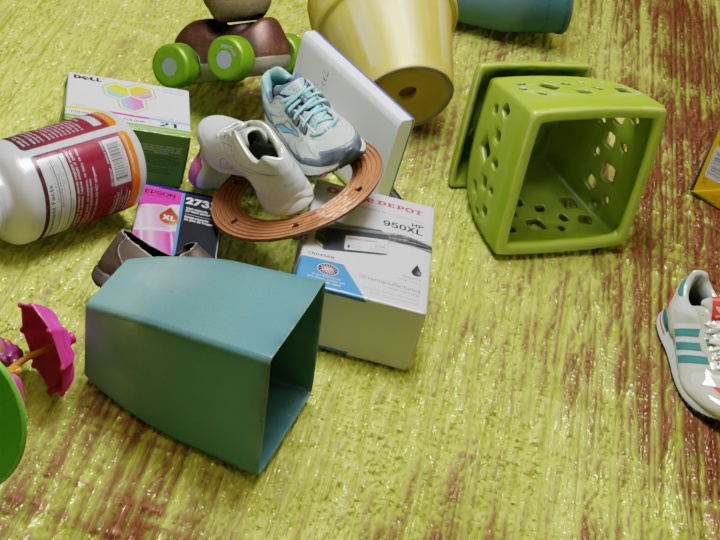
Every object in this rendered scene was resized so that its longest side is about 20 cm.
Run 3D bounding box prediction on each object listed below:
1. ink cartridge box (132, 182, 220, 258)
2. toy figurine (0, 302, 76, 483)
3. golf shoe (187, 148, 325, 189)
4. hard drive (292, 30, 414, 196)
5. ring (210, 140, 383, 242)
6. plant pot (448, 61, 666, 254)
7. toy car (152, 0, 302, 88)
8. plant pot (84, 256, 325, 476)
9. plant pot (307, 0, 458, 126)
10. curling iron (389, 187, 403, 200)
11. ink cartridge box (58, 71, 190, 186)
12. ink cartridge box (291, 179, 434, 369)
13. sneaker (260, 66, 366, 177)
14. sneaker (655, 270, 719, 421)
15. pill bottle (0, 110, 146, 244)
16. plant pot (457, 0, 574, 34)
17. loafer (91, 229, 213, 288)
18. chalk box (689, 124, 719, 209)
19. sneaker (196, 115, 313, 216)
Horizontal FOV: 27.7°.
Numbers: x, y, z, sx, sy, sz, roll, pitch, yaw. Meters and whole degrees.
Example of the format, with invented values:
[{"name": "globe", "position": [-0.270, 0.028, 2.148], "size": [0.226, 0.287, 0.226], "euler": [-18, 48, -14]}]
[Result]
[{"name": "ink cartridge box", "position": [-0.203, -0.042, 1.611], "size": [0.094, 0.037, 0.200], "euler": [12, 35, -9]}, {"name": "toy figurine", "position": [-0.345, 0.094, 1.327], "size": [0.199, 0.151, 0.184], "euler": [1, 17, 19]}, {"name": "golf shoe", "position": [-0.113, -0.130, 1.731], "size": [0.200, 0.076, 0.091], "euler": [-25, 57, -41]}, {"name": "hard drive", "position": [-0.019, -0.185, 1.788], "size": [0.025, 0.132, 0.200], "euler": [-15, 47, -37]}, {"name": "ring", "position": [-0.069, -0.088, 1.618], "size": [0.199, 0.019, 0.201], "euler": [-13, 34, 9]}, {"name": "plant pot", "position": [0.228, -0.151, 1.804], "size": [0.198, 0.201, 0.182], "euler": [-5, 34, -27]}, {"name": "toy car", "position": [-0.169, -0.335, 1.815], "size": [0.157, 0.201, 0.164], "euler": [-3, 8, 27]}, {"name": "plant pot", "position": [-0.156, 0.074, 1.400], "size": [0.199, 0.142, 0.141], "euler": [16, 35, 13]}, {"name": "plant pot", "position": [0.042, -0.297, 1.926], "size": [0.200, 0.201, 0.190], "euler": [1, 55, -22]}, {"name": "curling iron", "position": [0.012, -0.137, 1.828], "size": [0.049, 0.026, 0.200], "euler": [-9, 44, -27]}, {"name": "ink cartridge box", "position": [-0.282, -0.195, 1.739], "size": [0.147, 0.076, 0.200], "euler": [7, 39, -14]}, {"name": "ink cartridge box", "position": [0.000, 0.000, 1.596], "size": [0.144, 0.084, 0.200], "euler": [14, 36, -4]}, {"name": "sneaker", "position": [-0.065, -0.170, 1.638], "size": [0.077, 0.087, 0.200], "euler": [-31, 34, -16]}, {"name": "sneaker", "position": [0.394, 0.081, 1.649], "size": [0.070, 0.094, 0.200], "euler": [6, 37, -15]}, {"name": "pill bottle", "position": [-0.336, -0.094, 1.552], "size": [0.200, 0.113, 0.113], "euler": [-23, 52, -40]}, {"name": "plant pot", "position": [0.206, -0.447, 2.192], "size": [0.187, 0.201, 0.200], "euler": [-6, 40, -6]}, {"name": "loafer", "position": [-0.171, 0.009, 1.490], "size": [0.199, 0.071, 0.073], "euler": [16, 10, -10]}, {"name": "chalk box", "position": [0.562, -0.162, 2.012], "size": [0.124, 0.125, 0.200], "euler": [32, 40, 19]}, {"name": "sneaker", "position": [-0.121, -0.137, 1.607], "size": [0.070, 0.080, 0.200], "euler": [-34, 43, -18]}]
